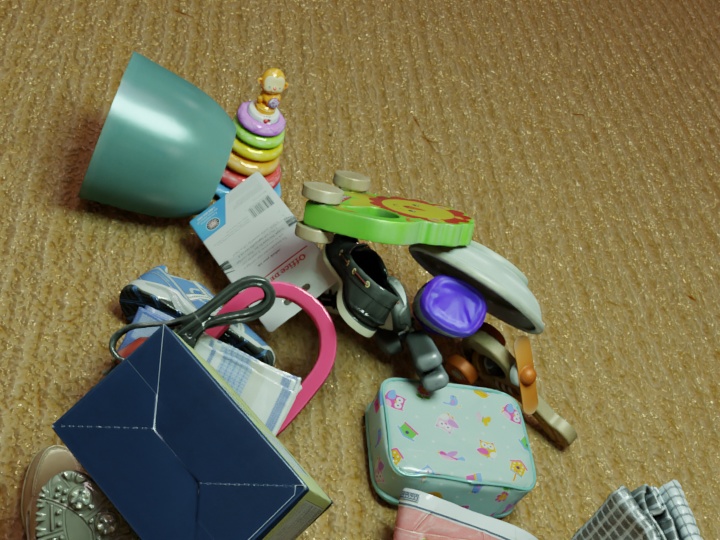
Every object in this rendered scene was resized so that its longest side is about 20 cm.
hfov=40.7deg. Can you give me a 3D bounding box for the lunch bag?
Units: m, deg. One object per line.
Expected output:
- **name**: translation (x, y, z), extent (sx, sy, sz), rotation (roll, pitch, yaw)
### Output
- **lunch bag**: translation (0.107, 0.208, 1.163), extent (0.199, 0.077, 0.161), rotation (11, 41, -19)

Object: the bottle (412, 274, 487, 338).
- **bottle**: translation (0.109, 0.050, 1.257), extent (0.083, 0.200, 0.066), rotation (30, 84, -1)

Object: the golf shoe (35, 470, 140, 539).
- **golf shoe**: translation (-0.225, 0.262, 0.875), extent (0.078, 0.097, 0.201), rotation (-27, 101, -6)

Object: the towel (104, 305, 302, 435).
- **towel**: translation (-0.180, 0.142, 1.054), extent (0.199, 0.148, 0.024), rotation (26, -4, 1)

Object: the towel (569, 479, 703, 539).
- **towel**: translation (0.284, 0.339, 1.024), extent (0.085, 0.201, 0.166), rotation (10, 42, -18)

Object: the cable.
- **cable**: translation (-0.186, 0.062, 1.028), extent (0.200, 0.050, 0.097), rotation (-43, 104, -10)

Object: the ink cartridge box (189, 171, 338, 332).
- **ink cartridge box**: translation (-0.116, -0.015, 1.245), extent (0.116, 0.068, 0.200), rotation (-37, 63, -3)

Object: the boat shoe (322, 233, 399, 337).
- **boat shoe**: translation (0.002, 0.001, 1.152), extent (0.073, 0.063, 0.202), rotation (32, 17, -23)

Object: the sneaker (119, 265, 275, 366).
- **sneaker**: translation (-0.186, 0.056, 1.166), extent (0.199, 0.076, 0.077), rotation (32, 37, -1)

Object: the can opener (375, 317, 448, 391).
- **can opener**: translation (0.066, 0.106, 1.217), extent (0.066, 0.053, 0.200), rotation (-22, 12, -5)

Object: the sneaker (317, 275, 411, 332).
- **sneaker**: translation (-0.005, 0.039, 1.254), extent (0.080, 0.074, 0.200), rotation (-15, 20, -27)

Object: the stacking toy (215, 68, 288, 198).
- **stacking toy**: translation (-0.144, -0.197, 1.362), extent (0.115, 0.201, 0.110), rotation (6, 43, -24)

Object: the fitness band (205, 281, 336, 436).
- **fitness band**: translation (-0.117, 0.107, 1.095), extent (0.143, 0.037, 0.200), rotation (41, 80, 0)

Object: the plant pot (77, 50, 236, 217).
- **plant pot**: translation (-0.258, -0.161, 1.273), extent (0.160, 0.201, 0.201), rotation (21, 40, -16)

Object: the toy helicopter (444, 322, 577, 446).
- **toy helicopter**: translation (0.211, 0.150, 1.255), extent (0.200, 0.132, 0.079), rotation (46, 70, -3)

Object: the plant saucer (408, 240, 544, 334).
- **plant saucer**: translation (0.156, 0.008, 1.231), extent (0.200, 0.200, 0.050), rotation (33, 84, 8)

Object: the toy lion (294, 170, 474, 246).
- **toy lion**: translation (0.039, -0.063, 1.167), extent (0.191, 0.069, 0.200), rotation (15, 15, 13)

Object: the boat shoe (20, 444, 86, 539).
- **boat shoe**: translation (-0.281, 0.244, 0.920), extent (0.071, 0.065, 0.201), rotation (3, 46, -25)

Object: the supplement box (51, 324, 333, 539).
- **supplement box**: translation (-0.147, 0.186, 0.915), extent (0.134, 0.200, 0.200), rotation (-42, 74, -8)

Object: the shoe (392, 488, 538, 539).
- **shoe**: translation (0.112, 0.311, 1.069), extent (0.199, 0.071, 0.092), rotation (27, 72, -32)
